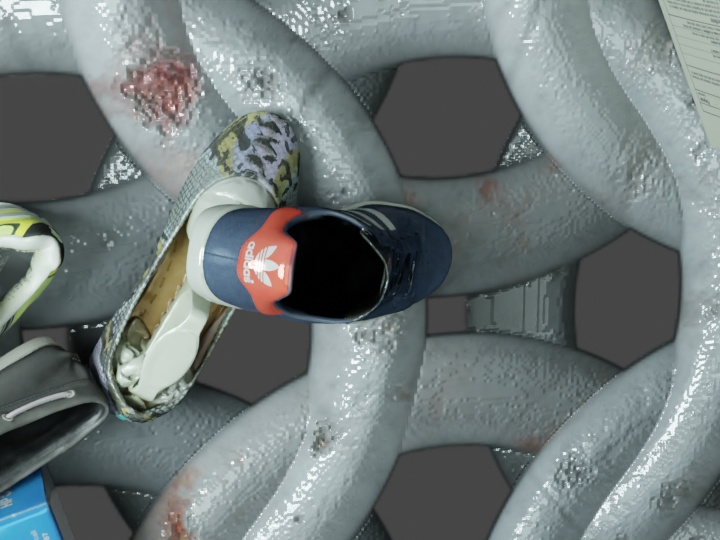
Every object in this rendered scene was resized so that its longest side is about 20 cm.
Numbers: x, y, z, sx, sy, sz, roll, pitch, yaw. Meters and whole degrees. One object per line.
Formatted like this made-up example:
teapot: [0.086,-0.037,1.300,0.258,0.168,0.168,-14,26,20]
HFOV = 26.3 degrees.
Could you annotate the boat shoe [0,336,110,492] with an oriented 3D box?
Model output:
boat shoe: [-0.223,0.109,0.834,0.200,0.057,0.067,-39,153,-30]

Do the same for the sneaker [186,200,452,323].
sneaker: [0.000,0.000,0.865,0.200,0.084,0.075,-4,101,-47]

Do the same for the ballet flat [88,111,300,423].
ballet flat: [-0.089,0.004,0.888,0.072,0.072,0.201,29,95,-20]

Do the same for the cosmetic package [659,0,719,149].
cosmetic package: [0.227,-0.166,0.910,0.071,0.105,0.200,-27,112,-7]

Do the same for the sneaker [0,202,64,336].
sneaker: [-0.242,0.030,0.814,0.200,0.076,0.075,-47,115,-25]

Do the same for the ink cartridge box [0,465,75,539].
ink cartridge box: [-0.253,0.216,0.891,0.199,0.084,0.146,-19,109,-9]
